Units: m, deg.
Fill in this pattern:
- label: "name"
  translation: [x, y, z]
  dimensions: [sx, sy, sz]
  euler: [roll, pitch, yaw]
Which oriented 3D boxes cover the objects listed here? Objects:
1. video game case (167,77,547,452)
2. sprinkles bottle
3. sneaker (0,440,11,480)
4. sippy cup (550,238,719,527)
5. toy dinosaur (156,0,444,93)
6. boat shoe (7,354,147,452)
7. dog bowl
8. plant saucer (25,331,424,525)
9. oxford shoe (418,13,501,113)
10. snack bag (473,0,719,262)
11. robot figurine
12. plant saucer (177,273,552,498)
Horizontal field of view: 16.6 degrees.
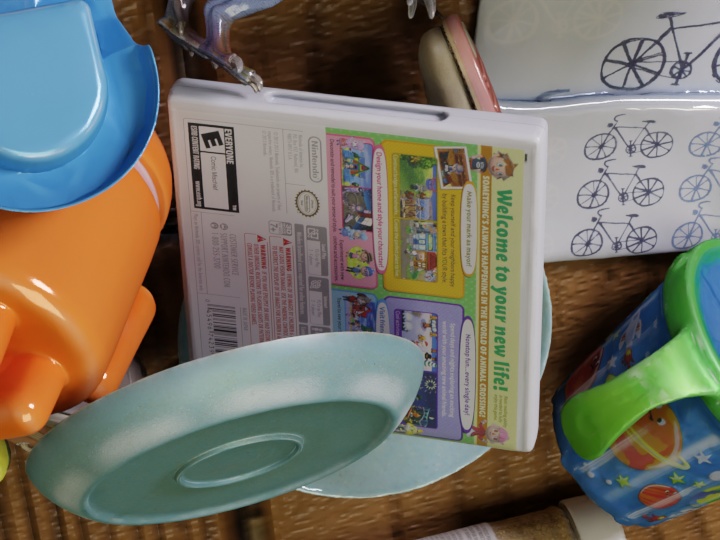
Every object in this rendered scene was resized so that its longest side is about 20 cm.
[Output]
- label: "video game case"
  translation: [0.000, 0.000, 1.220]
  dimensions: [0.181, 0.022, 0.201]
  euler: [7, 130, 10]
- label: "sprinkles bottle"
  translation: [0.057, 0.185, 1.449]
  dimensions: [0.199, 0.068, 0.069]
  euler: [-13, 128, -8]
- label: "sneaker"
  translation: [-0.266, 0.125, 1.266]
  dimensions: [0.199, 0.090, 0.078]
  euler: [-10, 138, -32]
- label: "sippy cup"
  translation: [0.180, 0.073, 1.368]
  dimensions: [0.177, 0.140, 0.130]
  euler: [31, 130, -29]
- label: "toy dinosaur"
  translation: [-0.016, -0.170, 1.158]
  dimensions: [0.200, 0.105, 0.182]
  euler: [37, 87, -23]
- label: "boat shoe"
  translation: [-0.192, 0.047, 1.254]
  dimensions: [0.072, 0.076, 0.200]
  euler: [-21, 140, 31]
- label: "dog bowl"
  translation: [-0.157, -0.118, 1.096]
  dimensions: [0.111, 0.201, 0.050]
  euler: [-12, 172, -14]
- label: "plant saucer"
  translation: [-0.061, 0.082, 1.188]
  dimensions: [0.199, 0.028, 0.200]
  euler: [-15, 161, -5]
- label: "oxford shoe"
  translation: [0.043, -0.030, 1.235]
  dimensions: [0.073, 0.071, 0.201]
  euler: [-9, 117, 1]
- label: "snack bag"
  translation: [0.143, -0.090, 1.305]
  dimensions: [0.187, 0.021, 0.201]
  euler: [-3, 126, -15]
- label: "robot figurine"
  translation: [-0.157, -0.013, 1.166]
  dimensions: [0.143, 0.201, 0.117]
  euler: [24, 140, -7]
- label: "plant saucer"
  translation: [0.001, 0.027, 1.319]
  dimensions: [0.200, 0.039, 0.202]
  euler: [-3, 117, -6]
